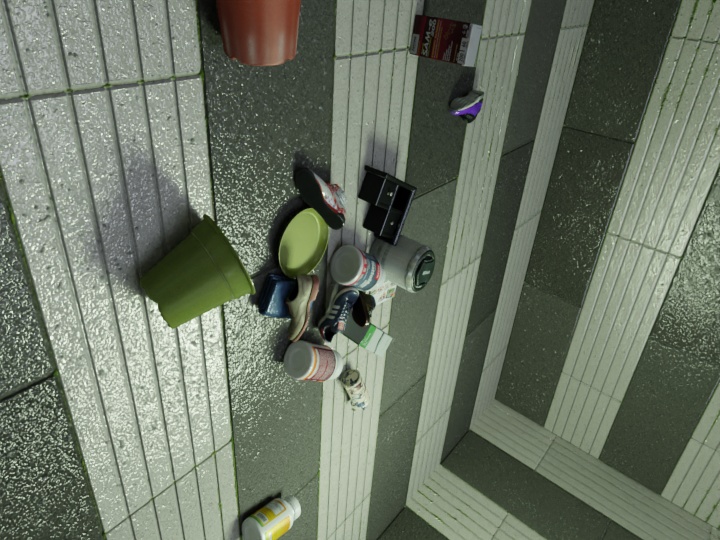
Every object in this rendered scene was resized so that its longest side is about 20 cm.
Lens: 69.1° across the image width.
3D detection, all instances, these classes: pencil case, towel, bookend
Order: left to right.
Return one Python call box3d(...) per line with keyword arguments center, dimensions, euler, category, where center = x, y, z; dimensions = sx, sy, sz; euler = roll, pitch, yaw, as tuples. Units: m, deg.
box3d(center=(-0.205, 0.080, 1.477), dimensions=(0.198, 0.048, 0.114), euler=(17, 96, -59), category="towel")
box3d(center=(-0.019, 0.453, 1.977), dimensions=(0.091, 0.076, 0.203), euler=(-62, 151, -32), category="pencil case")
box3d(center=(0.067, -0.201, 1.653), dimensions=(0.198, 0.091, 0.204), euler=(10, 102, -57), category="bookend")

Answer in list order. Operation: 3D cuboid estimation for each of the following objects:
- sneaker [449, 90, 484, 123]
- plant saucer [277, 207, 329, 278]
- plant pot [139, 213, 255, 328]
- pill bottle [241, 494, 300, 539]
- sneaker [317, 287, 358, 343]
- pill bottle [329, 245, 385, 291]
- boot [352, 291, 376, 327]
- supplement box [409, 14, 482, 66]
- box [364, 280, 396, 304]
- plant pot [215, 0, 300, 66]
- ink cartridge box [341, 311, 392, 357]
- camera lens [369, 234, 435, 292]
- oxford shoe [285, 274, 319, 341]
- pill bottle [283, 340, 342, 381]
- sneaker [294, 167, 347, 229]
box3d(center=(0.390, -0.581, 1.905), dimensions=(0.199, 0.069, 0.102), euler=(-36, 140, -38), category="sneaker")
box3d(center=(-0.163, -0.079, 1.450), dimensions=(0.198, 0.031, 0.205), euler=(-34, 136, -40), category="plant saucer")
box3d(center=(-0.355, 0.018, 1.109), dimensions=(0.188, 0.199, 0.203), euler=(-35, 139, -19), category="plant pot")
box3d(center=(-0.301, 0.859, 1.796), dimensions=(0.198, 0.109, 0.114), euler=(-14, 122, -52), category="pill bottle")
box3d(center=(-0.062, 0.145, 1.633), dimensions=(0.073, 0.085, 0.202), euler=(18, 121, -29), category="sneaker")
box3d(center=(0.000, 0.000, 1.664), dimensions=(0.199, 0.118, 0.122), euler=(20, 94, -59), category="pill bottle")
box3d(center=(0.021, 0.119, 1.680), dimensions=(0.095, 0.201, 0.076), euler=(16, 115, -25), category="boot")
box3d(center=(0.242, -0.663, 1.504), dimensions=(0.060, 0.197, 0.112), euler=(-19, 127, -46), category="supplement box")
box3d(center=(0.064, 0.066, 1.882), dimensions=(0.198, 0.034, 0.113), euler=(-20, 127, -49), category="box")
box3d(center=(-0.192, -0.511, 0.982), dimensions=(0.199, 0.198, 0.199), euler=(-35, 146, -38), category="plant pot")
box3d(center=(0.005, 0.210, 1.787), dimensions=(0.084, 0.145, 0.200), euler=(-58, 147, -5), category="ink cartridge box")
box3d(center=(0.145, -0.031, 1.783), dimensions=(0.159, 0.197, 0.164), euler=(-34, 137, -38), category="camera lens")
box3d(center=(-0.178, 0.100, 1.444), dimensions=(0.073, 0.070, 0.205), euler=(9, 107, -30), category="oxford shoe")
box3d(center=(-0.143, 0.289, 1.648), dimensions=(0.199, 0.112, 0.117), euler=(26, 90, -58), category="pill bottle")
box3d(center=(-0.104, -0.216, 1.424), dimensions=(0.202, 0.066, 0.109), euler=(51, 30, -30), category="sneaker")
